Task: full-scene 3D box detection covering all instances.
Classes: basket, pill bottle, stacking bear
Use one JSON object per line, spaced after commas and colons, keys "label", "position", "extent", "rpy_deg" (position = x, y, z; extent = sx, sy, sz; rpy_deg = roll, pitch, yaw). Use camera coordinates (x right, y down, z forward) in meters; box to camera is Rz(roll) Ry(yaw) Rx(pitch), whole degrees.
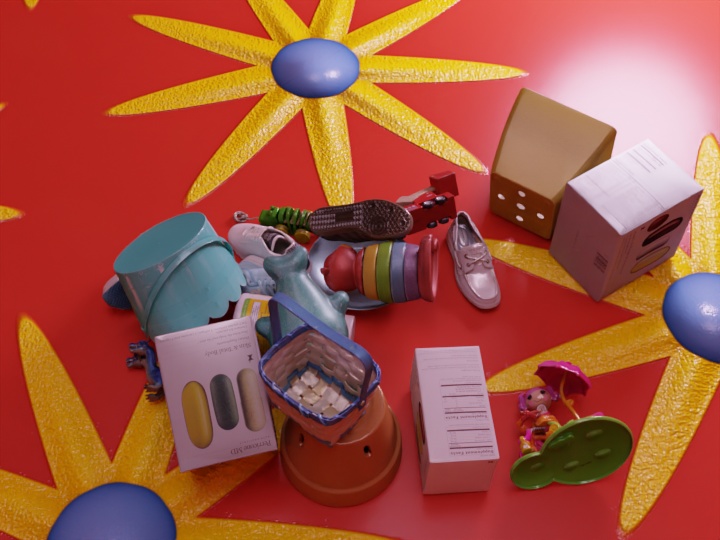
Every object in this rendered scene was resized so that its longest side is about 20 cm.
{"label": "basket", "position": [-0.061, 0.137, 1.351], "extent": [0.175, 0.201, 0.139], "rpy_deg": [35, 59, 22]}
{"label": "pill bottle", "position": [-0.111, 0.105, 1.610], "extent": [0.197, 0.112, 0.112], "rpy_deg": [7, 52, 5]}
{"label": "stacking bear", "position": [0.031, -0.001, 1.652], "extent": [0.197, 0.121, 0.116], "rpy_deg": [0, 86, 12]}

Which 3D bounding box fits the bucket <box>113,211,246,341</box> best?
{"label": "bucket", "position": [-0.306, 0.006, 1.607], "extent": [0.205, 0.136, 0.208], "rpy_deg": [-22, 27, 12]}

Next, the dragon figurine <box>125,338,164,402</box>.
{"label": "dragon figurine", "position": [-0.303, 0.167, 1.592], "extent": [0.197, 0.059, 0.100], "rpy_deg": [3, 52, 3]}

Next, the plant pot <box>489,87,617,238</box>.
{"label": "plant pot", "position": [0.343, -0.185, 1.803], "extent": [0.198, 0.201, 0.177], "rpy_deg": [28, 67, 20]}

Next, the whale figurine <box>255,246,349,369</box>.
{"label": "whale figurine", "position": [-0.094, 0.066, 1.501], "extent": [0.157, 0.104, 0.203], "rpy_deg": [-16, 90, 3]}

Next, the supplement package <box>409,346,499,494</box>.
{"label": "supplement package", "position": [0.144, 0.235, 1.513], "extent": [0.108, 0.115, 0.202], "rpy_deg": [-2, 51, -4]}

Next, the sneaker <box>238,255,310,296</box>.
{"label": "sneaker", "position": [-0.160, 0.031, 1.667], "extent": [0.198, 0.075, 0.082], "rpy_deg": [10, 43, 47]}

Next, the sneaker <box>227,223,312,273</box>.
{"label": "sneaker", "position": [-0.172, -0.052, 1.735], "extent": [0.198, 0.081, 0.077], "rpy_deg": [22, 66, 35]}

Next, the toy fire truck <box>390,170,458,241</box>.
{"label": "toy fire truck", "position": [0.111, -0.123, 1.791], "extent": [0.198, 0.049, 0.141], "rpy_deg": [-20, 24, -15]}

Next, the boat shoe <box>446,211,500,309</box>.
{"label": "boat shoe", "position": [0.203, -0.023, 1.742], "extent": [0.070, 0.070, 0.202], "rpy_deg": [-12, 54, -11]}

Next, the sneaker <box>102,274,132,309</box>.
{"label": "sneaker", "position": [-0.383, -0.004, 1.723], "extent": [0.199, 0.077, 0.080], "rpy_deg": [-37, 44, -26]}

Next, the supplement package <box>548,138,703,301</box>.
{"label": "supplement package", "position": [0.473, -0.089, 1.721], "extent": [0.198, 0.192, 0.147], "rpy_deg": [-27, 58, -20]}

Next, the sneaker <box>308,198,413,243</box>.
{"label": "sneaker", "position": [0.008, -0.084, 1.702], "extent": [0.197, 0.075, 0.072], "rpy_deg": [4, 77, 24]}

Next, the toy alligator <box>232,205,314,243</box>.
{"label": "toy alligator", "position": [-0.150, -0.100, 1.804], "extent": [0.197, 0.055, 0.060], "rpy_deg": [12, 52, 8]}

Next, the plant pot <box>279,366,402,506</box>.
{"label": "plant pot", "position": [-0.029, 0.244, 1.487], "extent": [0.197, 0.141, 0.202], "rpy_deg": [1, 51, -1]}

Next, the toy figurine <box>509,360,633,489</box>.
{"label": "toy figurine", "position": [0.313, 0.232, 1.535], "extent": [0.198, 0.151, 0.185], "rpy_deg": [-25, 38, 11]}

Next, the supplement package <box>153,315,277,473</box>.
{"label": "supplement package", "position": [-0.217, 0.190, 1.466], "extent": [0.149, 0.151, 0.203], "rpy_deg": [-12, 83, -7]}

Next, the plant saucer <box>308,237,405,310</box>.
{"label": "plant saucer", "position": [0.000, 0.000, 1.741], "extent": [0.198, 0.039, 0.203], "rpy_deg": [1, 53, -1]}
